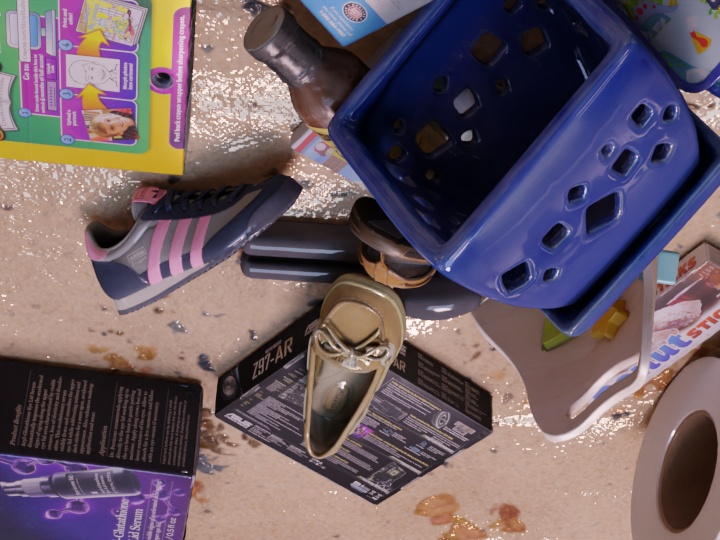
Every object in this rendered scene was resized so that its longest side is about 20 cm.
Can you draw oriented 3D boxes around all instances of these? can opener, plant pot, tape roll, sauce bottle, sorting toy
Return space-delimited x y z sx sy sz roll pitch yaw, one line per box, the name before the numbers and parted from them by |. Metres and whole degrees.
can opener | 0.000 0.000 1.574 0.198 0.067 0.054 3 135 0
plant pot | 0.126 -0.085 1.346 0.200 0.200 0.179 -48 131 9
tape roll | 0.338 0.188 1.677 0.138 0.204 0.203 16 137 -15
sauce bottle | -0.007 -0.119 1.422 0.064 0.065 0.200 -28 129 29
sorting toy | 0.182 0.036 1.526 0.106 0.181 0.200 26 134 -25

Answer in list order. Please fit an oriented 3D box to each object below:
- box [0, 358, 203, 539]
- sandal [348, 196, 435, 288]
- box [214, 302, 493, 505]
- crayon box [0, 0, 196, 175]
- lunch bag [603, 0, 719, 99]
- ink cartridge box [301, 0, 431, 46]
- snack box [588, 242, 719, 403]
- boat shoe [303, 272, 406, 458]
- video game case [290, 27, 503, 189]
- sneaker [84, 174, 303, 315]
box | -0.248 0.173 1.755 0.198 0.105 0.149 6 139 -6
sandal | 0.026 -0.017 1.467 0.081 0.200 0.055 26 94 0
box | -0.005 0.121 1.732 0.199 0.044 0.160 31 131 -29
crayon box | -0.207 -0.164 1.408 0.170 0.059 0.201 6 138 -3
lunch bag | 0.279 -0.200 1.309 0.199 0.128 0.170 28 136 -9
ink cartridge box | 0.037 -0.247 1.297 0.199 0.068 0.115 -24 133 27
snack box | 0.250 0.051 1.658 0.071 0.024 0.200 26 133 -27
boat shoe | -0.012 0.079 1.590 0.073 0.064 0.201 21 142 -1
video game case | 0.066 -0.095 1.505 0.199 0.018 0.143 28 133 -26
sneaker | -0.139 -0.039 1.540 0.199 0.070 0.082 -29 99 25
